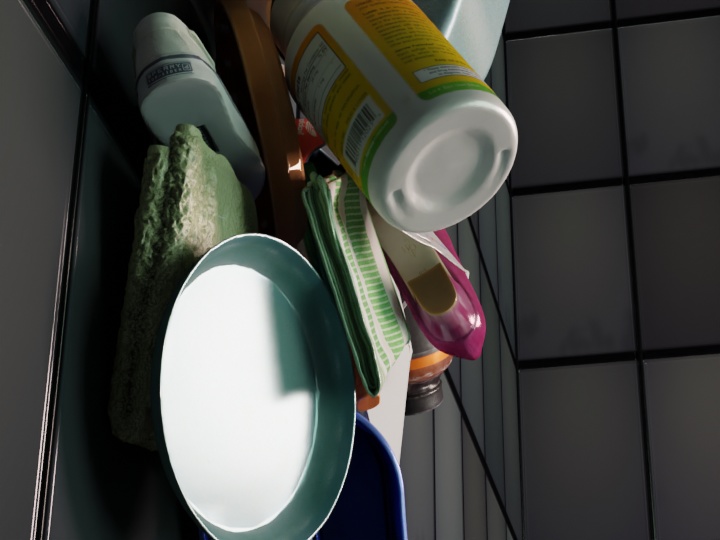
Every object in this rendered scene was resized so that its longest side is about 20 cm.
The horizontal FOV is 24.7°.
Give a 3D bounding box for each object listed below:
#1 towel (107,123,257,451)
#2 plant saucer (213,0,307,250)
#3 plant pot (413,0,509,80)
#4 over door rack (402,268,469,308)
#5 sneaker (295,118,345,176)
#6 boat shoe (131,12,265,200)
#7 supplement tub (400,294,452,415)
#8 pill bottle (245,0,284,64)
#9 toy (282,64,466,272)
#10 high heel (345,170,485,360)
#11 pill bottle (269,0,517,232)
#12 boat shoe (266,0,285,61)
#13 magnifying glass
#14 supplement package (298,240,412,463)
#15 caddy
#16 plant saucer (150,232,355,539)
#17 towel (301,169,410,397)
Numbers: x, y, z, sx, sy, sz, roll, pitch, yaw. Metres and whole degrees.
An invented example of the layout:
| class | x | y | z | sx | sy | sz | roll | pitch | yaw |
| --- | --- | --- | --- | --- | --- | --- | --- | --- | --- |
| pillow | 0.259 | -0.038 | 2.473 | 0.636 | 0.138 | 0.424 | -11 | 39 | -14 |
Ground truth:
| class | x | y | z | sx | sy | sz | roll | pitch | yaw |
| --- | --- | --- | --- | --- | --- | --- | --- | --- | --- |
| towel | -0.108 | 0.021 | 1.052 | 0.148 | 0.036 | 0.201 | 41 | 55 | -67 |
| plant saucer | -0.072 | -0.105 | 1.220 | 0.200 | 0.032 | 0.202 | 167 | -90 | -81 |
| plant pot | 0.035 | -0.256 | 1.648 | 0.197 | 0.194 | 0.201 | 61 | 36 | -64 |
| over door rack | 0.016 | -0.001 | 1.486 | 0.066 | 0.200 | 0.148 | 31 | 39 | -22 |
| sneaker | -0.038 | -0.048 | 1.407 | 0.201 | 0.084 | 0.075 | 73 | 16 | -46 |
| boat shoe | -0.113 | -0.102 | 1.099 | 0.200 | 0.070 | 0.070 | 69 | 3 | -65 |
| supplement tub | 0.039 | 0.046 | 1.706 | 0.107 | 0.106 | 0.201 | -62 | 146 | -70 |
| pill bottle | -0.052 | -0.246 | 1.352 | 0.200 | 0.114 | 0.115 | 64 | 23 | -61 |
| toy | 0.014 | -0.094 | 1.241 | 0.115 | 0.047 | 0.200 | 29 | 18 | -53 |
| high heel | 0.046 | -0.021 | 1.320 | 0.201 | 0.067 | 0.096 | 60 | 2 | 34 |
| pill bottle | 0.015 | -0.129 | 1.146 | 0.200 | 0.111 | 0.111 | 54 | -11 | 39 |
| boat shoe | -0.021 | -0.217 | 1.247 | 0.063 | 0.073 | 0.202 | 53 | -34 | 26 |
| magnifying glass | -0.021 | 0.010 | 1.213 | 0.080 | 0.022 | 0.201 | 91 | -18 | -61 |
| supplement package | -0.029 | 0.079 | 1.328 | 0.201 | 0.110 | 0.156 | -82 | 163 | -51 |
| caddy | -0.039 | 0.185 | 1.126 | 0.105 | 0.140 | 0.201 | 172 | -88 | -87 |
| plant saucer | -0.068 | 0.078 | 1.023 | 0.200 | 0.027 | 0.202 | 12 | 76 | -56 |
| towel | 0.000 | 0.000 | 1.173 | 0.200 | 0.023 | 0.153 | -43 | 116 | -82 |
